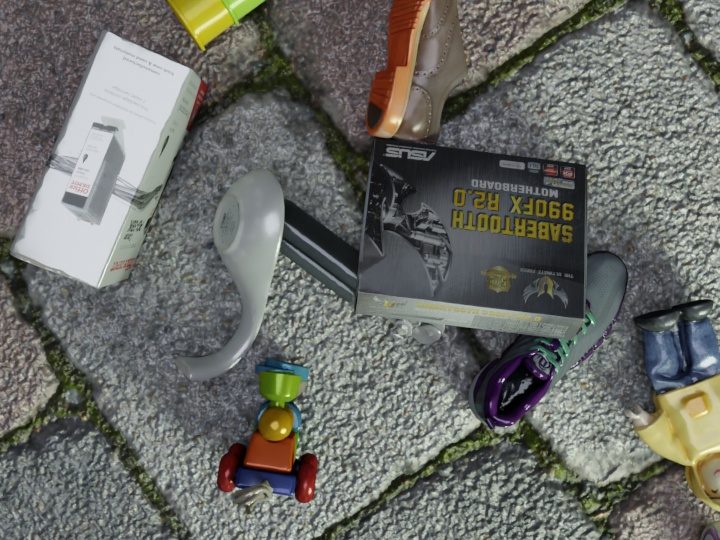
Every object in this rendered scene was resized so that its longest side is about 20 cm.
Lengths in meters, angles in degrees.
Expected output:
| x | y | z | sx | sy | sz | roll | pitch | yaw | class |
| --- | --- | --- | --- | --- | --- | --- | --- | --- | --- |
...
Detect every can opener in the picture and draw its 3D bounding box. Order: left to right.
| x | y | z | sx | sy | sz | roll | pitch | yaw | class |
| --- | --- | --- | --- | --- | --- | --- | --- | --- | --- |
| 0.000 | 0.000 | 1.015 | 0.200 | 0.053 | 0.067 | 32 | 57 | -3 | can opener |

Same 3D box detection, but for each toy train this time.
| x | y | z | sx | sy | sz | roll | pitch | yaw | class |
| --- | --- | --- | --- | --- | --- | --- | --- | --- | --- |
| -0.075 | 0.138 | 0.939 | 0.084 | 0.200 | 0.116 | 8 | 87 | -1 | toy train |

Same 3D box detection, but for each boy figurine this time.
| x | y | z | sx | sy | sz | roll | pitch | yaw | class |
| --- | --- | --- | --- | --- | --- | --- | --- | --- | --- |
| 0.308 | 0.132 | 1.011 | 0.124 | 0.064 | 0.201 | -13 | 89 | -3 | boy figurine |

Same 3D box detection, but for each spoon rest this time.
| x | y | z | sx | sy | sz | roll | pitch | yaw | class |
| --- | --- | --- | --- | --- | --- | --- | --- | --- | --- |
| -0.111 | 0.004 | 0.997 | 0.060 | 0.099 | 0.201 | 12 | 104 | -35 | spoon rest |

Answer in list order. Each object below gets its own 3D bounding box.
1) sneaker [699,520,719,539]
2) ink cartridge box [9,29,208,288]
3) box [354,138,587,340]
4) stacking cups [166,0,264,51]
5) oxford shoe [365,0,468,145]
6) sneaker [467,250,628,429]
| x | y | z | sx | sy | sz | roll | pitch | yaw | class |
| --- | --- | --- | --- | --- | --- | --- | --- | --- | --- |
| 0.384 | 0.318 | 1.024 | 0.099 | 0.075 | 0.201 | -27 | 92 | -18 | sneaker |
| -0.213 | -0.092 | 0.954 | 0.083 | 0.147 | 0.201 | 23 | 92 | -3 | ink cartridge box |
| 0.100 | -0.029 | 0.976 | 0.199 | 0.048 | 0.159 | 7 | 63 | 0 | box |
| -0.083 | -0.284 | 0.995 | 0.200 | 0.061 | 0.061 | -38 | 92 | -1 | stacking cups |
| 0.066 | -0.212 | 1.002 | 0.073 | 0.071 | 0.201 | 15 | 96 | -21 | oxford shoe |
| 0.181 | 0.069 | 0.994 | 0.074 | 0.088 | 0.200 | 38 | 91 | -2 | sneaker |
